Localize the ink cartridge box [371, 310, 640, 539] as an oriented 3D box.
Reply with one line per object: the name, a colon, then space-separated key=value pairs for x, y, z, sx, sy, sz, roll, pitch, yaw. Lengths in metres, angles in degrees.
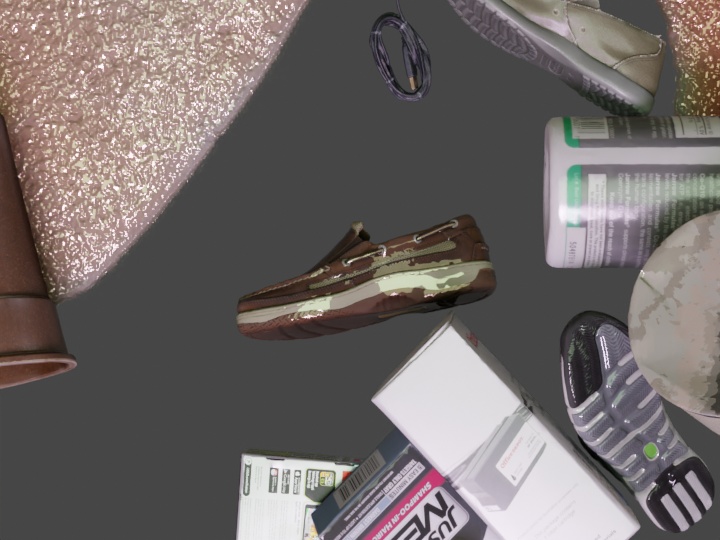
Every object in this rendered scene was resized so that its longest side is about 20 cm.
ink cartridge box: x=0.106 y=0.133 z=1.364 sx=0.084 sy=0.145 sz=0.200 roll=-43 pitch=88 yaw=3

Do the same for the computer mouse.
computer mouse: x=0.027 y=-0.231 z=1.422 sx=0.058 sy=0.034 sz=0.202 roll=-5 pitch=96 yaw=-13

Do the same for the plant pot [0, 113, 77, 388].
plant pot: x=-0.326 y=-0.010 z=1.372 sx=0.198 sy=0.200 sz=0.200 roll=-11 pitch=83 yaw=3

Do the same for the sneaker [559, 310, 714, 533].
sneaker: x=0.180 y=0.102 z=1.367 sx=0.075 sy=0.115 sz=0.201 roll=-35 pitch=117 yaw=-9

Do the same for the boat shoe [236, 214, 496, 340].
boat shoe: x=0.000 y=0.001 z=1.411 sx=0.200 sy=0.075 sz=0.076 roll=-11 pitch=77 yaw=-3

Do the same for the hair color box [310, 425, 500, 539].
hair color box: x=0.067 y=0.224 z=1.387 sx=0.099 sy=0.061 sz=0.200 roll=-45 pitch=103 yaw=1

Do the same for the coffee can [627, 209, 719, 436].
coffee can: x=0.294 y=0.059 z=1.301 sx=0.145 sy=0.200 sz=0.148 roll=-13 pitch=64 yaw=29

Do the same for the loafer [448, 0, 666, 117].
loafer: x=0.147 y=-0.193 z=1.398 sx=0.199 sy=0.075 sz=0.070 roll=34 pitch=81 yaw=-3

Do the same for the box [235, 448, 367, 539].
box: x=-0.045 y=0.245 z=1.430 sx=0.109 sy=0.035 sz=0.202 roll=5 pitch=91 yaw=3

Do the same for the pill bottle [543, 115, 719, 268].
pill bottle: x=0.236 y=-0.058 z=1.369 sx=0.198 sy=0.113 sz=0.114 roll=0 pitch=91 yaw=4
